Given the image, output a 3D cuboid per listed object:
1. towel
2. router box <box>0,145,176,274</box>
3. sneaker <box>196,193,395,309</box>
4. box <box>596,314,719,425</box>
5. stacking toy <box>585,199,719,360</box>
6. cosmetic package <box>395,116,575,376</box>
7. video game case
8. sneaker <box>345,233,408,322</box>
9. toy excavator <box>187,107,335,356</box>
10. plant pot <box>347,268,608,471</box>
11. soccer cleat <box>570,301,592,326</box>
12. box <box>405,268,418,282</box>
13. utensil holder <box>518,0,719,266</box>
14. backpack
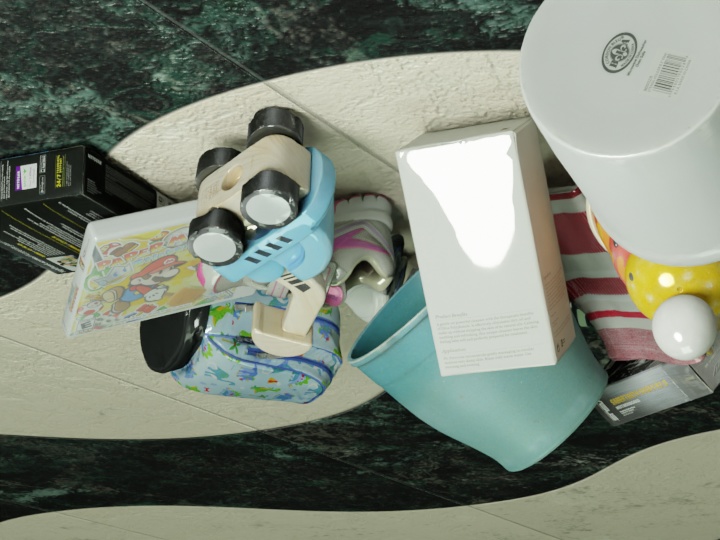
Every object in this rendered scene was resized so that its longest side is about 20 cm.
[{"bbox_3d":[0.219,0.007,1.585,0.200,0.023,0.144,51,161,-14],"label":"towel"},{"bbox_3d":[-0.268,-0.052,1.597,0.149,0.051,0.200,-8,162,20],"label":"router box"},{"bbox_3d":[-0.051,-0.007,1.601,0.200,0.088,0.081,-14,154,-17],"label":"sneaker"},{"bbox_3d":[0.331,0.058,1.716,0.048,0.200,0.158,48,148,-7],"label":"box"},{"bbox_3d":[0.251,-0.006,1.362,0.146,0.200,0.146,4,127,5],"label":"stacking toy"},{"bbox_3d":[0.107,-0.020,1.455,0.107,0.200,0.085,-6,-168,21],"label":"cosmetic package"},{"bbox_3d":[-0.172,-0.009,1.620,0.200,0.023,0.182,-13,154,-25],"label":"video game case"},{"bbox_3d":[0.000,0.000,1.760,0.087,0.075,0.200,16,161,8],"label":"sneaker"},{"bbox_3d":[-0.068,-0.015,1.493,0.194,0.100,0.200,-32,127,31],"label":"toy excavator"},{"bbox_3d":[0.122,0.080,1.628,0.188,0.200,0.200,45,149,-7],"label":"plant pot"},{"bbox_3d":[0.218,0.027,1.820,0.081,0.068,0.200,13,160,-31],"label":"soccer cleat"},{"bbox_3d":[0.138,0.067,1.839,0.158,0.048,0.200,21,173,20],"label":"box"},{"bbox_3d":[0.217,-0.115,1.247,0.170,0.170,0.200,-8,157,23],"label":"utensil holder"},{"bbox_3d":[-0.117,0.073,1.870,0.200,0.154,0.163,-5,159,-29],"label":"backpack"}]
